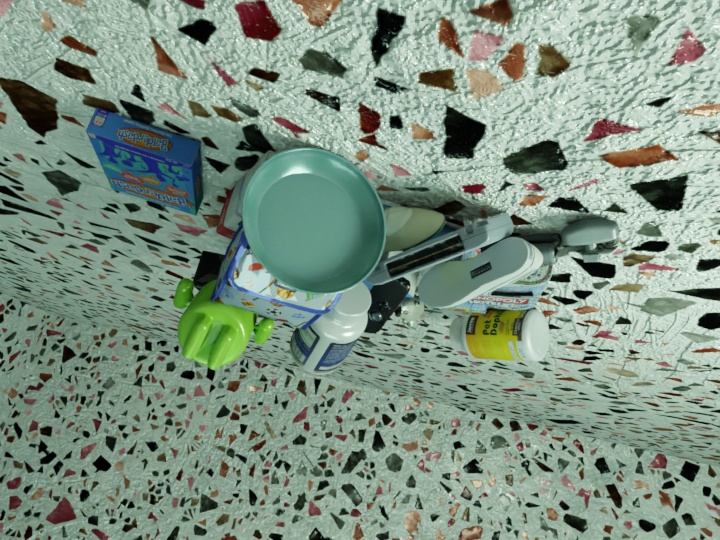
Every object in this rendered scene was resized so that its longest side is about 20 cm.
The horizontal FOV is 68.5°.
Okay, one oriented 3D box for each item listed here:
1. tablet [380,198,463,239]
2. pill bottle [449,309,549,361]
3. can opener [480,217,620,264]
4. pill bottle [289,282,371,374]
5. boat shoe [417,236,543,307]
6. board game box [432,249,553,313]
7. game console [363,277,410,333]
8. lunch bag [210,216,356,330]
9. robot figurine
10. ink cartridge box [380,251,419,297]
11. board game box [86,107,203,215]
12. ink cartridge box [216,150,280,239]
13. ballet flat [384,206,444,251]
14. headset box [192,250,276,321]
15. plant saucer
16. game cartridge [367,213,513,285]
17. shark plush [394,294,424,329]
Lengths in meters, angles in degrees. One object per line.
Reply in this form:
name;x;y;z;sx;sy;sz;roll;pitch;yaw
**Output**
tablet;0.092;-0.067;0.872;0.199;0.014;0.130;17;160;-11
pill bottle;0.299;0.140;1.157;0.200;0.110;0.109;-6;153;43
can opener;0.272;-0.047;0.775;0.199;0.053;0.067;0;124;35
pill bottle;-0.052;0.098;0.952;0.111;0.111;0.200;18;140;-11
boat shoe;0.179;0.009;0.797;0.070;0.071;0.200;14;147;-44
board game box;0.226;0.022;0.931;0.199;0.062;0.200;6;161;11
game console;-0.023;0.022;0.965;0.200;0.031;0.177;34;141;2
lunch bag;-0.117;0.000;0.794;0.170;0.124;0.200;20;149;-20
robot figurine;-0.240;0.085;0.905;0.175;0.116;0.200;25;-163;-9
ink cartridge box;0.000;0.000;1.037;0.199;0.067;0.116;0;156;37
board game box;-0.333;-0.164;0.846;0.152;0.045;0.200;17;161;-9
ink cartridge box;-0.127;-0.093;0.844;0.145;0.083;0.200;23;159;-24
ballet flat;0.039;-0.062;0.811;0.069;0.070;0.200;26;153;-31
headset box;-0.243;0.040;1.096;0.148;0.075;0.200;12;161;3
plant saucer;-0.062;-0.063;0.703;0.199;0.201;0.036;21;159;-19
game cartridge;0.119;-0.030;0.779;0.200;0.041;0.133;-22;-178;34
shark plush;0.079;0.079;1.121;0.083;0.091;0.200;34;-158;21
